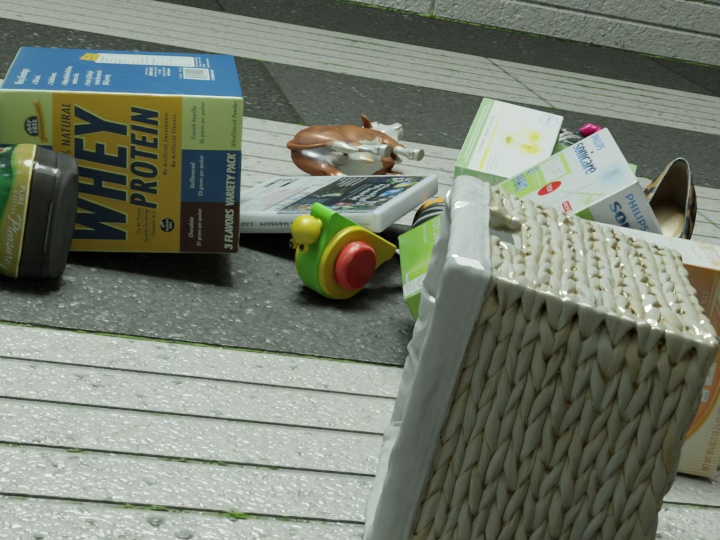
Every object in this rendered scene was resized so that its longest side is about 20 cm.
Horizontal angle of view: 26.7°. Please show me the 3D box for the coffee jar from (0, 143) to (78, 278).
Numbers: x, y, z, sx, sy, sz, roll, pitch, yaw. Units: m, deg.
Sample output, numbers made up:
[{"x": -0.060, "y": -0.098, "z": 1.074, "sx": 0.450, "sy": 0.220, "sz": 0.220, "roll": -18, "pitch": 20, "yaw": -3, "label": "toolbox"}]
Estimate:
[{"x": -0.320, "y": -0.055, "z": 1.177, "sx": 0.197, "sy": 0.106, "sz": 0.085, "roll": 9, "pitch": 15, "yaw": -12, "label": "coffee jar"}]

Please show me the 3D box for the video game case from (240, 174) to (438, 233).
[{"x": -0.036, "y": -0.065, "z": 1.466, "sx": 0.179, "sy": 0.024, "sz": 0.200, "roll": 0, "pitch": 13, "yaw": 19, "label": "video game case"}]

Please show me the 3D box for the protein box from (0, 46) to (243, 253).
[{"x": -0.207, "y": -0.110, "z": 1.327, "sx": 0.197, "sy": 0.137, "sz": 0.199, "roll": 1, "pitch": 18, "yaw": -8, "label": "protein box"}]

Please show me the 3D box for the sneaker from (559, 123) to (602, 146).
[{"x": 0.224, "y": -0.149, "z": 1.894, "sx": 0.198, "sy": 0.076, "sz": 0.080, "roll": -4, "pitch": 24, "yaw": -39, "label": "sneaker"}]

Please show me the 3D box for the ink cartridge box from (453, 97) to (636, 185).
[{"x": 0.219, "y": -0.124, "z": 1.772, "sx": 0.197, "sy": 0.048, "sz": 0.146, "roll": 14, "pitch": 42, "yaw": 11, "label": "ink cartridge box"}]

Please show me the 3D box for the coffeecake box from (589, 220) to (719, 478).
[{"x": 0.173, "y": 0.050, "z": 1.097, "sx": 0.197, "sy": 0.156, "sz": 0.073, "roll": 10, "pitch": 16, "yaw": -3, "label": "coffeecake box"}]

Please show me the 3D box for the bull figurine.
[{"x": 0.005, "y": -0.130, "z": 1.695, "sx": 0.120, "sy": 0.066, "sz": 0.199, "roll": 20, "pitch": 19, "yaw": 34, "label": "bull figurine"}]

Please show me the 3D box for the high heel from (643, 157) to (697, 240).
[{"x": 0.237, "y": -0.010, "z": 1.238, "sx": 0.070, "sy": 0.145, "sz": 0.200, "roll": 15, "pitch": 18, "yaw": 10, "label": "high heel"}]

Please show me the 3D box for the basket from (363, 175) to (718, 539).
[{"x": 0.102, "y": 0.072, "z": 0.905, "sx": 0.159, "sy": 0.203, "sz": 0.198, "roll": 14, "pitch": 17, "yaw": 1, "label": "basket"}]

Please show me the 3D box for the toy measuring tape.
[{"x": 0.000, "y": 0.000, "z": 1.332, "sx": 0.073, "sy": 0.074, "sz": 0.199, "roll": 27, "pitch": 0, "yaw": 40, "label": "toy measuring tape"}]

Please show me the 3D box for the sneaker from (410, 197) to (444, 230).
[{"x": 0.138, "y": -0.021, "z": 1.442, "sx": 0.197, "sy": 0.079, "sz": 0.077, "roll": 5, "pitch": 14, "yaw": 16, "label": "sneaker"}]

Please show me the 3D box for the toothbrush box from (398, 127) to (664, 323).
[{"x": 0.135, "y": -0.014, "z": 1.204, "sx": 0.198, "sy": 0.087, "sz": 0.146, "roll": -26, "pitch": 19, "yaw": 10, "label": "toothbrush box"}]
